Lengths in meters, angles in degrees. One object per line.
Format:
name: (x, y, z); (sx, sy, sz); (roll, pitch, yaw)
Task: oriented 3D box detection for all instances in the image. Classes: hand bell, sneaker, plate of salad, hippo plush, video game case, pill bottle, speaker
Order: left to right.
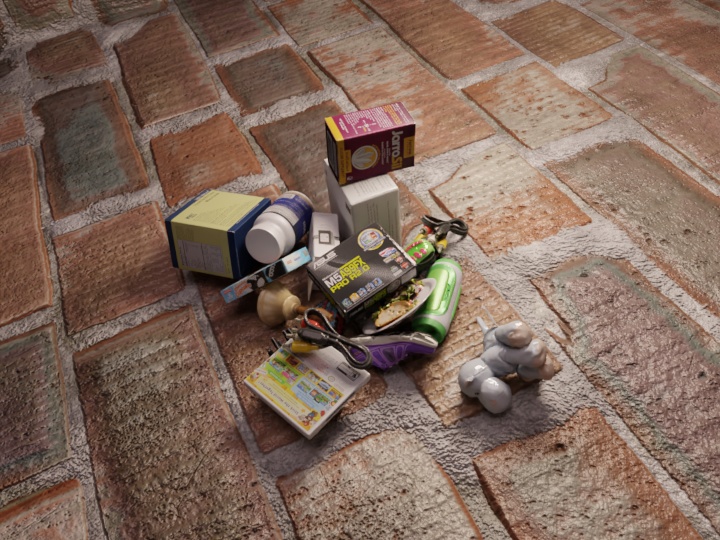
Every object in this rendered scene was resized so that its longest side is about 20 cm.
pill bottle: (-0.198, -0.107, 1.666); (0.114, 0.117, 0.200); (10, 34, 18)
hand bell: (-0.131, 0.088, 1.505); (0.198, 0.105, 0.104); (9, 45, 43)
video game case: (-0.111, 0.225, 1.382); (0.199, 0.023, 0.182); (31, 58, 31)
sneaker: (-0.080, 0.088, 1.558); (0.094, 0.080, 0.201); (2, 46, 15)
sneaker: (0.072, 0.175, 1.451); (0.198, 0.085, 0.080); (-7, 2, 22)
plate of salad: (0.080, 0.070, 1.487); (0.199, 0.048, 0.200); (-36, 10, 7)
sneaker: (0.096, 0.008, 1.589); (0.199, 0.084, 0.077); (-32, 48, 20)
speaker: (0.176, 0.068, 1.531); (0.087, 0.089, 0.201); (9, 49, 17)
hippo plush: (0.271, 0.188, 1.349); (0.200, 0.160, 0.161); (42, 74, 16)

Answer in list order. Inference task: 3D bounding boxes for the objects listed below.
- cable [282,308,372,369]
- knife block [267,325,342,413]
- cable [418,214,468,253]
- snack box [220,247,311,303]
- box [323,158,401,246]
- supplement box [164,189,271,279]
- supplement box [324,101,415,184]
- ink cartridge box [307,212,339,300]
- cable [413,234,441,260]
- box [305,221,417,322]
cable: (-0.060, 0.144, 1.394); (0.198, 0.051, 0.098); (17, 63, 13)
knife block: (-0.113, 0.207, 1.458); (0.197, 0.064, 0.177); (8, 49, 16)
cable: (0.200, -0.101, 1.663); (0.097, 0.050, 0.200); (46, 28, 9)
snack box: (-0.223, 0.011, 1.585); (0.199, 0.037, 0.116); (-26, 4, 28)
box: (0.006, -0.168, 1.705); (0.129, 0.201, 0.200); (-18, 47, -12)
supplement box: (-0.352, -0.096, 1.706); (0.197, 0.136, 0.200); (10, 32, 18)
supplement box: (0.023, -0.304, 1.604); (0.198, 0.132, 0.104); (-16, 47, -12)
ink cartridge box: (-0.091, -0.032, 1.642); (0.066, 0.117, 0.202); (5, 45, -10)
cable: (0.122, -0.025, 1.666); (0.199, 0.050, 0.098); (-34, 67, -6)
box: (0.003, 0.000, 1.498); (0.199, 0.044, 0.160); (-32, 59, -16)
